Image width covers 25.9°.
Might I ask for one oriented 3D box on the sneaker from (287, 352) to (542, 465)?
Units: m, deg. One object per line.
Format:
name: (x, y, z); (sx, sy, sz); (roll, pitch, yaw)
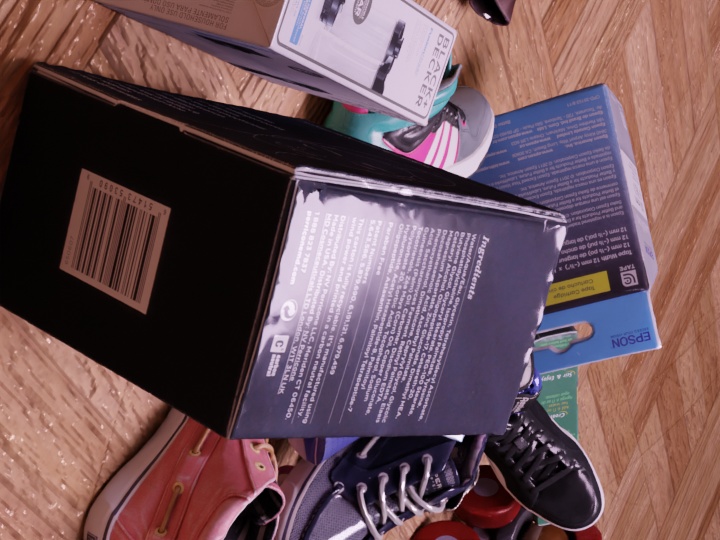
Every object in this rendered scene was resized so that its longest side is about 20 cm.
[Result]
sneaker: (0.054, 0.066, 1.033); (0.199, 0.115, 0.081); (-39, 157, -30)

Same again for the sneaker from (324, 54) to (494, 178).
sneaker: (0.039, -0.121, 1.065); (0.200, 0.083, 0.121); (-37, 147, -50)

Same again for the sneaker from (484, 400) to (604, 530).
sneaker: (0.120, 0.136, 1.269); (0.073, 0.200, 0.112); (-39, 174, 10)

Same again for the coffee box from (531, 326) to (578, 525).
coffee box: (0.156, 0.111, 1.396); (0.123, 0.044, 0.201); (-118, -161, -59)

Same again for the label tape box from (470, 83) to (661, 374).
label tape box: (0.140, -0.021, 1.166); (0.066, 0.142, 0.202); (26, 52, -67)

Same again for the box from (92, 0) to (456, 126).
box: (-0.039, -0.137, 0.844); (0.200, 0.116, 0.061); (13, 94, -66)

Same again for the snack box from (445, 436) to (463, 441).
snack box: (-0.008, 0.017, 0.952); (0.199, 0.037, 0.117); (22, 84, -20)

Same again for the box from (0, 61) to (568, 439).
box: (-0.043, -0.008, 0.769); (0.196, 0.199, 0.125); (4, 105, -47)

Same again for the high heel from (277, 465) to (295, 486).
high heel: (-0.031, 0.193, 1.159); (0.096, 0.067, 0.201); (-78, 157, -49)

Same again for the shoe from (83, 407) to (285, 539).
shoe: (-0.076, 0.115, 0.961); (0.200, 0.090, 0.072); (-53, 149, -36)

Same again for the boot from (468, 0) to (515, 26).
boot: (0.113, -0.287, 1.110); (0.167, 0.072, 0.200); (-67, 158, -16)

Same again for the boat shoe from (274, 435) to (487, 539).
boat shoe: (0.013, 0.147, 1.051); (0.200, 0.092, 0.075); (-55, 134, -44)

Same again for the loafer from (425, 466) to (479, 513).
loafer: (0.061, 0.172, 1.288); (0.200, 0.069, 0.076); (-1, 108, -76)

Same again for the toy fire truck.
toy fire truck: (0.144, 0.279, 1.434); (0.200, 0.167, 0.113); (-47, 146, -42)
